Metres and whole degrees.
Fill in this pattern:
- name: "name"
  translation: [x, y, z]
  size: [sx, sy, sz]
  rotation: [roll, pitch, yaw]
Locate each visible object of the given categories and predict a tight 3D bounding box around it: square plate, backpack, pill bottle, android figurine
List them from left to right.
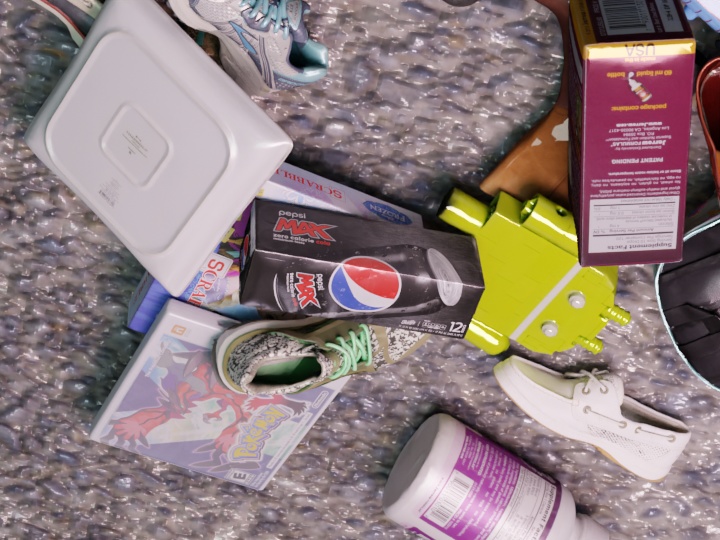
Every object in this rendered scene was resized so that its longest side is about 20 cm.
- name: "square plate"
  translation: [-0.178, -0.105, 1.278]
  size: [0.200, 0.028, 0.198]
  rotation: [45, 123, 7]
- name: "pill bottle"
  translation: [0.130, 0.228, 1.452]
  size: [0.199, 0.112, 0.112]
  rotation: [32, 114, -9]
- name: "android figurine"
  translation: [0.143, 0.007, 1.368]
  size: [0.199, 0.041, 0.182]
  rotation: [31, 133, -9]
- name: "backpack"
  translation: [0.347, 0.004, 1.304]
  size: [0.199, 0.153, 0.176]
  rotation: [-30, 102, 9]

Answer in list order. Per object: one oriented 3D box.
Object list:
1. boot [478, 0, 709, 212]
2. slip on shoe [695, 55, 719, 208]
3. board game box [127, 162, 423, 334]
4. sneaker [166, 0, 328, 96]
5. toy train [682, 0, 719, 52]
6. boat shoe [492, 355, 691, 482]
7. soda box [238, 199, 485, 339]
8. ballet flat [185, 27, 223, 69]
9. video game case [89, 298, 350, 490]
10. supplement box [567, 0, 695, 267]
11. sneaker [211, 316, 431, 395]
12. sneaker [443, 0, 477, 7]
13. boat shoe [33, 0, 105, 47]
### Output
- name: "boot"
  translation: [0.165, -0.146, 1.313]
  size: [0.188, 0.069, 0.200]
  rotation: [28, 119, -19]
- name: "slip on shoe"
  translation: [0.308, -0.082, 1.216]
  size: [0.074, 0.201, 0.061]
  rotation: [-22, 155, 20]
- name: "board game box"
  translation: [-0.077, 0.001, 1.366]
  size: [0.199, 0.041, 0.200]
  rotation: [19, 124, -19]
- name: "sneaker"
  translation: [-0.086, -0.216, 1.246]
  size: [0.086, 0.078, 0.200]
  rotation: [1, 155, 26]
- name: "toy train"
  translation: [0.288, -0.252, 1.235]
  size: [0.200, 0.087, 0.114]
  rotation: [38, 121, -14]
- name: "boat shoe"
  translation: [0.215, 0.120, 1.420]
  size: [0.199, 0.071, 0.069]
  rotation: [28, 114, -18]
- name: "soda box"
  translation: [0.000, 0.000, 1.300]
  size: [0.199, 0.071, 0.064]
  rotation: [9, 130, -12]
- name: "ballet flat"
  translation: [-0.128, -0.113, 1.344]
  size: [0.070, 0.065, 0.201]
  rotation: [-7, 114, 8]
- name: "video game case"
  translation: [-0.131, 0.120, 1.424]
  size: [0.181, 0.023, 0.200]
  rotation: [20, 133, -19]
- name: "supplement box"
  translation: [0.211, -0.115, 1.226]
  size: [0.085, 0.111, 0.201]
  rotation: [-3, 125, 3]
- name: "sneaker"
  translation: [-0.025, 0.074, 1.325]
  size: [0.199, 0.089, 0.077]
  rotation: [-16, 111, -9]
- name: "sneaker"
  translation: [0.116, -0.286, 1.214]
  size: [0.075, 0.116, 0.200]
  rotation: [30, 113, -9]
- name: "boat shoe"
  translation: [-0.240, -0.244, 1.288]
  size: [0.062, 0.071, 0.200]
  rotation: [-30, 116, 33]
